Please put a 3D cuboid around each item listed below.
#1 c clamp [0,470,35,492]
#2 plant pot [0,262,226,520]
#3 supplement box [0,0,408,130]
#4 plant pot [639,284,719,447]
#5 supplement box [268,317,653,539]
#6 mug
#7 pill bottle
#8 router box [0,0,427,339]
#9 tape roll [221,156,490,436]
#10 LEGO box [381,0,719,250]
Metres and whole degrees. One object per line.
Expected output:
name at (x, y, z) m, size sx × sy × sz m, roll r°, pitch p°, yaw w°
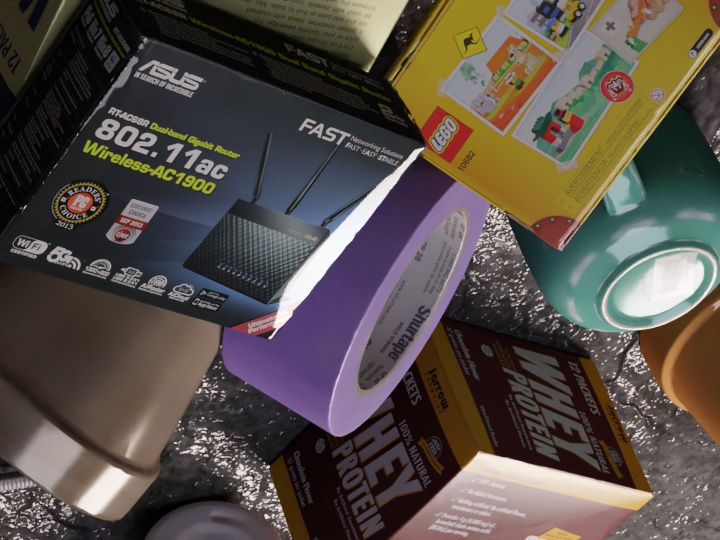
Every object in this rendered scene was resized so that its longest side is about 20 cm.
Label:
c clamp at (-0.251, 0.140, 1.638) m, size 0.199 × 0.027 × 0.171 m, roll -3°, pitch 140°, yaw -24°
plant pot at (-0.165, 0.028, 1.428) m, size 0.174 × 0.200 × 0.200 m, roll -47°, pitch 140°, yaw 4°
supplement box at (-0.087, -0.178, 1.204) m, size 0.199 × 0.134 × 0.200 m, roll 7°, pitch 127°, yaw -35°
plant pot at (0.335, 0.077, 1.762) m, size 0.199 × 0.140 × 0.200 m, roll -14°, pitch 144°, yaw -10°
supplement box at (0.076, 0.162, 1.742) m, size 0.197 × 0.133 × 0.200 m, roll 16°, pitch 129°, yaw -40°
mug at (0.176, -0.033, 1.561) m, size 0.185 × 0.115 × 0.152 m, roll 17°, pitch 129°, yaw -41°
pill bottle at (-0.125, 0.287, 1.812) m, size 0.119 × 0.120 × 0.200 m, roll -9°, pitch 142°, yaw -17°
router box at (-0.086, -0.055, 1.176) m, size 0.199 × 0.062 × 0.150 m, roll 17°, pitch 121°, yaw -40°
tape roll at (0.000, 0.000, 1.450) m, size 0.200 × 0.085 × 0.200 m, roll -54°, pitch 166°, yaw -21°
LEGO box at (0.118, -0.137, 1.350) m, size 0.149 × 0.077 × 0.200 m, roll 34°, pitch 116°, yaw -5°
